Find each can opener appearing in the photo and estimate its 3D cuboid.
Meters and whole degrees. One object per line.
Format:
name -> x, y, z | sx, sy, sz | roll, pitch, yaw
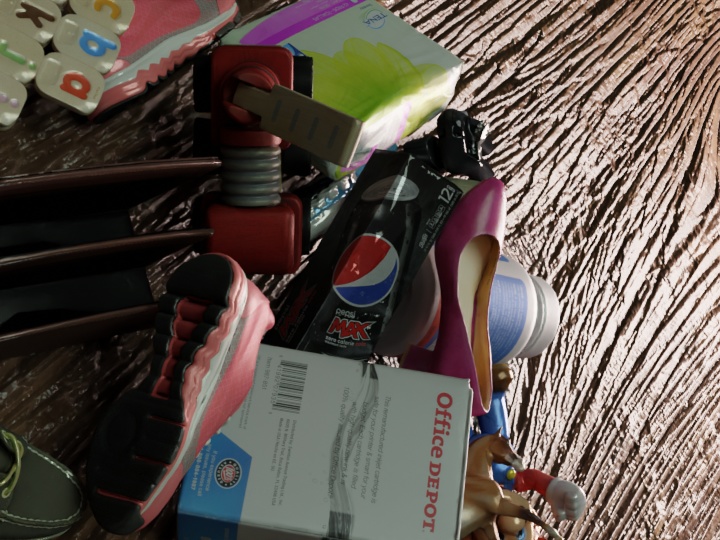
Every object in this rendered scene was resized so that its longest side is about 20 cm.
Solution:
can opener -> 0.102, -0.122, 1.314 | 0.200, 0.078, 0.064 | -2, 98, -70

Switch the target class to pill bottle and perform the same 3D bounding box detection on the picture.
pill bottle -> 0.091, 0.032, 1.234 | 0.200, 0.112, 0.112 | 12, 66, -43

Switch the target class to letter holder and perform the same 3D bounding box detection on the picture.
letter holder -> -0.190, -0.009, 0.929 | 0.200, 0.142, 0.101 | -11, 82, -49

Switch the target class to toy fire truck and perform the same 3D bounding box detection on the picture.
toy fire truck -> -0.066, -0.077, 1.001 | 0.200, 0.128, 0.176 | -102, -166, -79

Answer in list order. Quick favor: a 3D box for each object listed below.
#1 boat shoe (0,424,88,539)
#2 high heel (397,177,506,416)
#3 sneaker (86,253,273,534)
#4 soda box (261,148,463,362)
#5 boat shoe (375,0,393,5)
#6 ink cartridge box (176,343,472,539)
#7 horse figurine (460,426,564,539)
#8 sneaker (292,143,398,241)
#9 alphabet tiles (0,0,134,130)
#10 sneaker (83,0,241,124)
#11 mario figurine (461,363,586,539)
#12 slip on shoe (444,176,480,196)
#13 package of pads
boat shoe -> -0.256, 0.126, 0.864 | 0.202, 0.060, 0.072 | 30, 54, -35
high heel -> 0.099, 0.021, 1.095 | 0.067, 0.096, 0.200 | 35, 75, -41
sneaker -> -0.113, 0.093, 0.926 | 0.087, 0.074, 0.200 | 38, 72, -50
soda box -> 0.000, 0.000, 1.112 | 0.063, 0.071, 0.200 | 33, 83, -26
boat shoe -> -0.039, -0.325, 1.280 | 0.200, 0.072, 0.076 | 45, 57, -6
ink cartridge box -> -0.026, 0.145, 1.004 | 0.200, 0.084, 0.145 | 10, 56, -1
horse figurine -> 0.075, 0.228, 1.126 | 0.133, 0.200, 0.050 | 50, -10, 32
sneaker -> -0.007, -0.053, 1.200 | 0.200, 0.075, 0.087 | -43, 112, -47
alphabet tiles -> -0.270, -0.199, 0.988 | 0.195, 0.015, 0.200 | 24, 55, -17
sneaker -> -0.170, -0.199, 1.085 | 0.087, 0.074, 0.200 | 54, 42, -11
mario figurine -> 0.123, 0.185, 1.203 | 0.106, 0.123, 0.200 | 8, 63, -58
slip on shoe -> 0.084, -0.052, 1.239 | 0.200, 0.074, 0.061 | -82, 178, -83
package of pads -> -0.015, -0.173, 1.195 | 0.154, 0.068, 0.200 | 37, 41, 13
